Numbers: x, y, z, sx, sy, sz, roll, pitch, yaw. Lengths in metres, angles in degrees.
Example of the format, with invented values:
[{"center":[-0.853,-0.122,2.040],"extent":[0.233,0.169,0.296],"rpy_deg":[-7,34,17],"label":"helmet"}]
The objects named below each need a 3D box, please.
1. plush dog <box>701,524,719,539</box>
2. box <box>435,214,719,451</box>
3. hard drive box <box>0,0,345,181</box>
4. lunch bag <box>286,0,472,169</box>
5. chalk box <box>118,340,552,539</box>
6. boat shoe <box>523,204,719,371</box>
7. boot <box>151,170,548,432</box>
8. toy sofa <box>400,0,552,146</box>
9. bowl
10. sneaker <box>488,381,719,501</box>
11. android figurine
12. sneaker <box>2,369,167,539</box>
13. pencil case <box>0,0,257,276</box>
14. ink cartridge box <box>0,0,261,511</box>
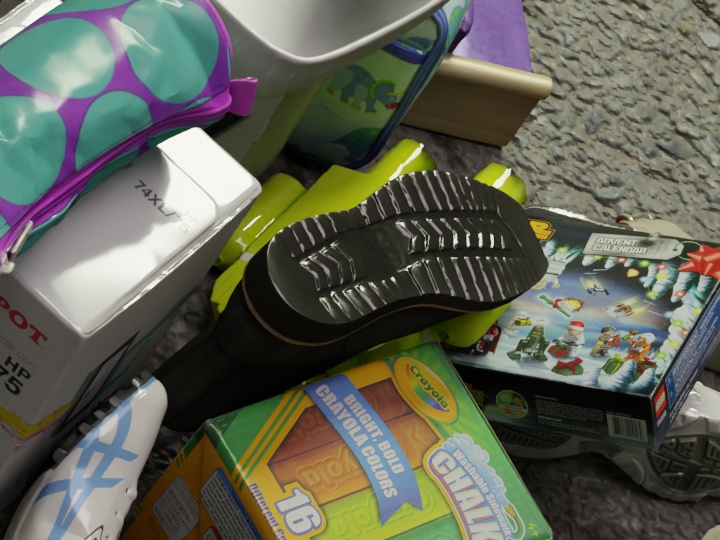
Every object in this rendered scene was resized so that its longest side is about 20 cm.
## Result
[{"center":[0.260,0.234,1.473],"extent":[0.172,0.160,0.200],"rpy_deg":[49,43,-26],"label":"plush dog"},{"center":[0.092,0.025,1.513],"extent":[0.199,0.040,0.137],"rpy_deg":[9,39,25],"label":"box"},{"center":[-0.122,-0.133,1.507],"extent":[0.200,0.156,0.077],"rpy_deg":[41,47,5],"label":"hard drive box"},{"center":[-0.046,-0.161,1.568],"extent":[0.200,0.161,0.083],"rpy_deg":[33,45,-5],"label":"lunch bag"},{"center":[0.003,0.127,1.400],"extent":[0.199,0.124,0.125],"rpy_deg":[-20,69,-39],"label":"chalk box"},{"center":[0.171,0.001,1.629],"extent":[0.199,0.071,0.063],"rpy_deg":[22,59,-20],"label":"boat shoe"},{"center":[-0.012,0.020,1.406],"extent":[0.199,0.138,0.078],"rpy_deg":[-7,65,-44],"label":"boot"},{"center":[0.066,-0.184,1.695],"extent":[0.082,0.098,0.201],"rpy_deg":[13,50,-21],"label":"toy sofa"},{"center":[-0.054,-0.178,1.421],"extent":[0.200,0.075,0.200],"rpy_deg":[47,46,9],"label":"bowl"},{"center":[0.153,0.063,1.574],"extent":[0.199,0.078,0.100],"rpy_deg":[18,46,-19],"label":"sneaker"},{"center":[0.000,0.000,1.504],"extent":[0.181,0.041,0.200],"rpy_deg":[18,45,33],"label":"android figurine"},{"center":[-0.140,0.139,1.325],"extent":[0.072,0.072,0.201],"rpy_deg":[32,68,-7],"label":"sneaker"},{"center":[-0.139,-0.057,1.211],"extent":[0.092,0.085,0.200],"rpy_deg":[32,46,18],"label":"pencil case"},{"center":[-0.174,0.001,1.342],"extent":[0.147,0.200,0.146],"rpy_deg":[42,46,6],"label":"ink cartridge box"}]
